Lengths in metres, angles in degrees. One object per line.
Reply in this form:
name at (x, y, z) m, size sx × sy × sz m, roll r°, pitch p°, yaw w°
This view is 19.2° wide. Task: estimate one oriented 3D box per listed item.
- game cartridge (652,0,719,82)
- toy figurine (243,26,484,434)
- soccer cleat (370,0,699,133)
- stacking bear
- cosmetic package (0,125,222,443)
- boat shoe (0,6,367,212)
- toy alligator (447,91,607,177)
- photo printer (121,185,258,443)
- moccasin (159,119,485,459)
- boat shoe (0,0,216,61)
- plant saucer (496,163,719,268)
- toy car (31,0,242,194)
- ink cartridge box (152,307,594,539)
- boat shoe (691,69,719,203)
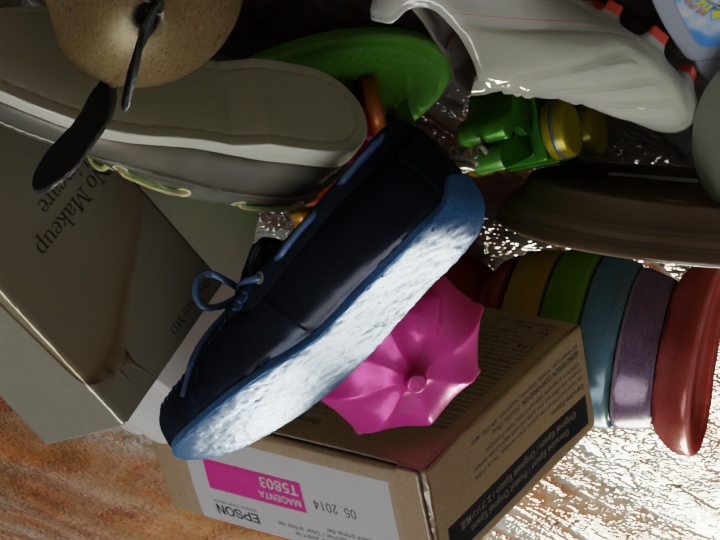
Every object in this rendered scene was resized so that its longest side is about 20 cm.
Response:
game cartridge at (0.199, -0.149, 0.993) m, size 0.132 × 0.041 × 0.200 m, roll -2°, pitch 152°, yaw 21°
toy figurine at (0.000, 0.000, 1.115) m, size 0.149 × 0.185 × 0.200 m, roll -15°, pitch 161°, yaw -3°
soccer cleat at (0.084, -0.109, 1.029) m, size 0.199 × 0.078 × 0.069 m, roll 31°, pitch 179°, yaw -34°
stacking bear at (0.113, 0.036, 1.287) m, size 0.199 × 0.122 × 0.114 m, roll 11°, pitch -175°, yaw 17°
cosmetic package at (-0.170, -0.025, 1.008) m, size 0.073 × 0.104 × 0.200 m, roll -16°, pitch 124°, yaw 46°
boat shoe at (-0.098, -0.069, 0.983) m, size 0.200 × 0.072 × 0.060 m, roll 10°, pitch 140°, yaw -22°
toy alligator at (0.075, -0.078, 1.073) m, size 0.059 × 0.055 × 0.200 m, roll -11°, pitch 180°, yaw 26°
photo printer at (-0.148, -0.024, 1.141) m, size 0.069 × 0.167 × 0.200 m, roll -16°, pitch 139°, yaw 37°
moccasin at (-0.024, 0.011, 1.005) m, size 0.200 × 0.068 × 0.080 m, roll -41°, pitch 155°, yaw 18°
boat shoe at (-0.140, -0.128, 1.058) m, size 0.065 × 0.072 × 0.200 m, roll -24°, pitch 138°, yaw 23°
plant saucer at (0.172, -0.031, 1.125) m, size 0.198 × 0.030 × 0.200 m, roll 3°, pitch -170°, yaw -1°
toy car at (-0.108, -0.137, 0.889) m, size 0.157 × 0.201 × 0.164 m, roll 17°, pitch 151°, yaw -21°
ink cartridge box at (0.006, 0.083, 1.204) m, size 0.199 × 0.165 × 0.076 m, roll 10°, pitch 124°, yaw 37°
boat shoe at (0.229, -0.087, 0.991) m, size 0.071 × 0.071 × 0.201 m, roll -10°, pitch 162°, yaw -27°
